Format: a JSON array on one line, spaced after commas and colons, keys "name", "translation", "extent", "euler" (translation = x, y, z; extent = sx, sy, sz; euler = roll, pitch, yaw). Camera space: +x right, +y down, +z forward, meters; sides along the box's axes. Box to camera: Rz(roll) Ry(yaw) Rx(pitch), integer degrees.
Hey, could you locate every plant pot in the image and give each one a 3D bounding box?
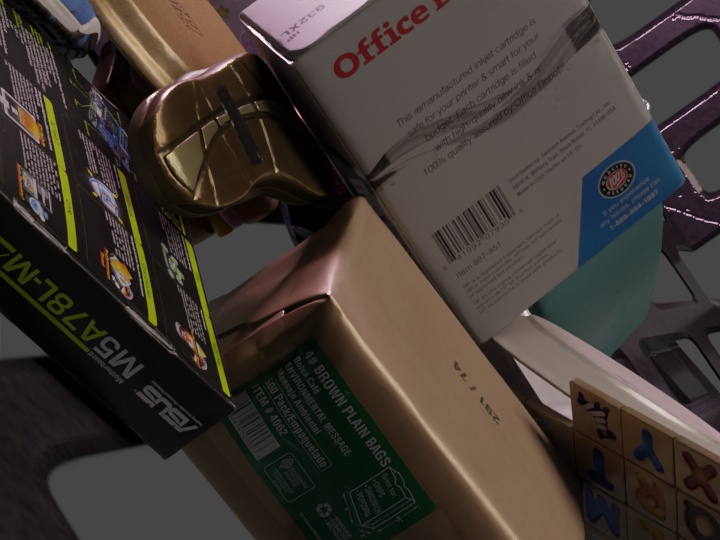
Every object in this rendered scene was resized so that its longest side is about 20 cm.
[{"name": "plant pot", "translation": [0.117, -0.021, 1.602], "extent": [0.141, 0.141, 0.200], "euler": [28, -28, 36]}]

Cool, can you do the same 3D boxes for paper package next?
[{"name": "paper package", "translation": [0.013, 0.088, 1.118], "extent": [0.200, 0.103, 0.191], "euler": [53, 13, -10]}]

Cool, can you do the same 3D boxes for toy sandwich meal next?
[{"name": "toy sandwich meal", "translation": [-0.115, -0.109, 1.246], "extent": [0.205, 0.070, 0.205], "euler": [49, 12, -14]}]

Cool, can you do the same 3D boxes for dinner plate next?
[{"name": "dinner plate", "translation": [0.142, 0.069, 1.284], "extent": [0.200, 0.024, 0.200], "euler": [32, 4, -3]}]

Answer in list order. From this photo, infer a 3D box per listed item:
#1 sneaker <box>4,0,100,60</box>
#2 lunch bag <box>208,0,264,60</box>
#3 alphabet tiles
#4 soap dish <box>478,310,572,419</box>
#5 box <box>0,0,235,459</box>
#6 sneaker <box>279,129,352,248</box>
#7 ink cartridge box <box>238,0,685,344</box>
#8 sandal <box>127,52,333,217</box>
[{"name": "sneaker", "translation": [-0.183, -0.177, 1.093], "extent": [0.200, 0.076, 0.077], "euler": [49, 58, -32]}, {"name": "lunch bag", "translation": [-0.060, -0.177, 1.482], "extent": [0.170, 0.127, 0.200], "euler": [53, 24, -4]}, {"name": "alphabet tiles", "translation": [0.137, 0.130, 1.201], "extent": [0.200, 0.008, 0.167], "euler": [29, -37, 36]}, {"name": "soap dish", "translation": [0.049, 0.036, 1.425], "extent": [0.200, 0.081, 0.157], "euler": [55, 13, 5]}, {"name": "box", "translation": [-0.141, -0.042, 1.021], "extent": [0.193, 0.047, 0.200], "euler": [48, 13, -36]}, {"name": "sneaker", "translation": [0.000, 0.000, 1.307], "extent": [0.200, 0.075, 0.085], "euler": [65, 5, 2]}, {"name": "ink cartridge box", "translation": [0.054, -0.087, 1.209], "extent": [0.200, 0.145, 0.084], "euler": [56, -7, -32]}, {"name": "sandal", "translation": [-0.070, -0.057, 1.124], "extent": [0.080, 0.054, 0.200], "euler": [65, 21, 1]}]
